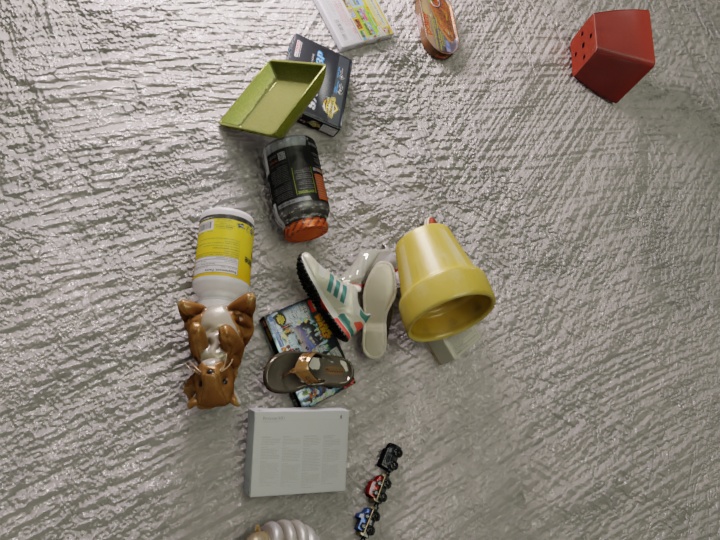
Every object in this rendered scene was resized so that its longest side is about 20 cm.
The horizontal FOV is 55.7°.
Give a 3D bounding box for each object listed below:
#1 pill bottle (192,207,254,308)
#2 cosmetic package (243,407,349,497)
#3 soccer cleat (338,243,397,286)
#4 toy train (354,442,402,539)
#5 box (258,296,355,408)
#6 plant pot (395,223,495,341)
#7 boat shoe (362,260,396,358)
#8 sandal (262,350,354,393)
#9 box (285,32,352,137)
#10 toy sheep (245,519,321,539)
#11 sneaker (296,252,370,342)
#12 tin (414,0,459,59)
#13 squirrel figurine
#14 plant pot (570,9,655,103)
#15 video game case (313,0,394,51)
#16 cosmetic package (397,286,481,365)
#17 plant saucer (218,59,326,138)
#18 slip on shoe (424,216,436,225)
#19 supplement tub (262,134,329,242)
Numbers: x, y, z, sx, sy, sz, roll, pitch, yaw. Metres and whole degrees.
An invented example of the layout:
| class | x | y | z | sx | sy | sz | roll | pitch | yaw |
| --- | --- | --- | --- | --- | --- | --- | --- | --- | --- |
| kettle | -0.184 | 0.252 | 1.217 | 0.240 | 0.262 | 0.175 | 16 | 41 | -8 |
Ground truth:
| class | x | y | z | sx | sy | sz | roll | pitch | yaw |
| --- | --- | --- | --- | --- | --- | --- | --- | --- | --- |
| pill bottle | -0.267 | -0.008 | 1.323 | 0.110 | 0.112 | 0.206 | 11 | 68 | -24 |
| cosmetic package | -0.120 | 0.341 | 1.295 | 0.195 | 0.051 | 0.156 | 6 | 88 | -27 |
| soccer cleat | 0.000 | 0.000 | 1.494 | 0.197 | 0.069 | 0.079 | -23 | 78 | -39 |
| toy train | 0.033 | 0.442 | 1.371 | 0.045 | 0.034 | 0.203 | 30 | 61 | -11 |
| box | -0.108 | 0.166 | 1.389 | 0.135 | 0.040 | 0.204 | -21 | 83 | -33 |
| plant pot | 0.158 | 0.018 | 1.421 | 0.196 | 0.202 | 0.193 | -4 | 59 | -29 |
| boat shoe | 0.038 | 0.083 | 1.454 | 0.070 | 0.060 | 0.206 | 5 | 87 | 2 |
| sandal | -0.095 | 0.197 | 1.329 | 0.195 | 0.054 | 0.084 | 7 | 69 | -26 |
| box | -0.107 | -0.433 | 1.596 | 0.156 | 0.046 | 0.205 | 19 | 65 | -21 |
| toy sheep | -0.123 | 0.511 | 1.208 | 0.198 | 0.137 | 0.141 | 32 | 60 | -26 |
| sneaker | -0.053 | 0.040 | 1.393 | 0.093 | 0.070 | 0.202 | -34 | 94 | -23 |
| tin | 0.206 | -0.669 | 1.853 | 0.109 | 0.042 | 0.206 | 2 | 72 | -32 |
| squirrel figurine | -0.254 | 0.171 | 1.215 | 0.137 | 0.203 | 0.190 | -1 | 49 | -12 |
| plant pot | 0.746 | -0.661 | 2.057 | 0.171 | 0.200 | 0.205 | 9 | 68 | -13 |
| video game case | -0.027 | -0.668 | 1.737 | 0.180 | 0.023 | 0.203 | -26 | 85 | -32 |
| cosmetic package | 0.176 | 0.098 | 1.546 | 0.102 | 0.073 | 0.203 | -30 | 88 | -32 |
| plant saucer | -0.179 | -0.358 | 1.454 | 0.202 | 0.197 | 0.048 | -56 | 136 | -16 |
| slip on shoe | 0.202 | -0.051 | 1.584 | 0.074 | 0.060 | 0.203 | 42 | 20 | -48 |
| supplement tub | -0.134 | -0.172 | 1.446 | 0.120 | 0.122 | 0.205 | -5 | 75 | -29 |
